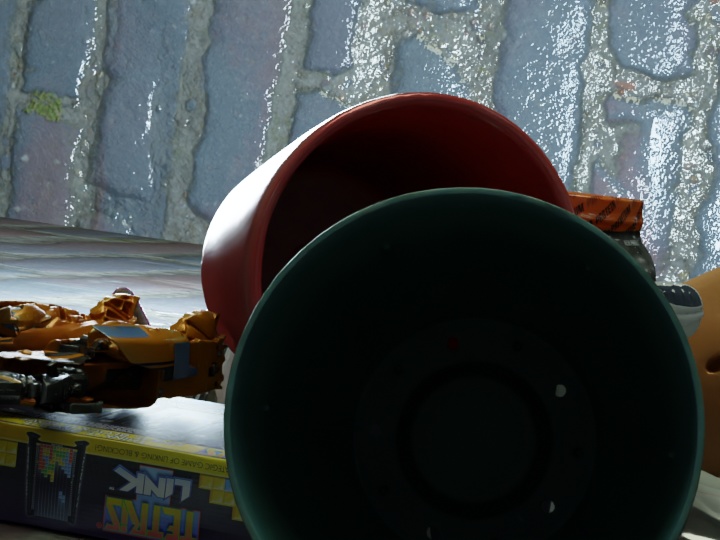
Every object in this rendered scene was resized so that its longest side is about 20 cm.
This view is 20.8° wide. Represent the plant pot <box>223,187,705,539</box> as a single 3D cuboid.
[{"bbox_3d":[0.050,0.075,0.892,0.200,0.201,0.161,7,-7,7],"label":"plant pot"}]

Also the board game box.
[{"bbox_3d":[-0.098,0.110,1.079,0.200,0.057,0.165,8,6,18],"label":"board game box"}]

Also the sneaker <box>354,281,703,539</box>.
[{"bbox_3d":[0.096,0.091,1.012,0.199,0.130,0.079,-21,4,-4],"label":"sneaker"}]

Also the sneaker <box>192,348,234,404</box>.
[{"bbox_3d":[-0.045,0.046,1.292,0.088,0.200,0.077,19,33,-15],"label":"sneaker"}]

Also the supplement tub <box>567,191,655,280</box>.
[{"bbox_3d":[0.117,0.050,1.221,0.122,0.200,0.123,5,4,0],"label":"supplement tub"}]

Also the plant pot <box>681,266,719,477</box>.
[{"bbox_3d":[0.288,0.071,1.393,0.140,0.200,0.200,-10,4,0],"label":"plant pot"}]

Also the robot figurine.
[{"bbox_3d":[-0.178,0.044,1.074,0.145,0.058,0.200,9,5,41],"label":"robot figurine"}]

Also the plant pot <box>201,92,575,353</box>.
[{"bbox_3d":[0.000,0.000,1.135,0.200,0.201,0.177,4,-1,-23],"label":"plant pot"}]

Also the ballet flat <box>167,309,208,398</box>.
[{"bbox_3d":[-0.116,0.070,1.415,0.068,0.068,0.200,-6,-16,-15],"label":"ballet flat"}]

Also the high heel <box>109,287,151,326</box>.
[{"bbox_3d":[-0.152,0.067,1.315,0.067,0.096,0.200,6,4,-11],"label":"high heel"}]

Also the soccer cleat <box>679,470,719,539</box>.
[{"bbox_3d":[0.192,0.141,1.051,0.200,0.069,0.078,14,1,14],"label":"soccer cleat"}]
